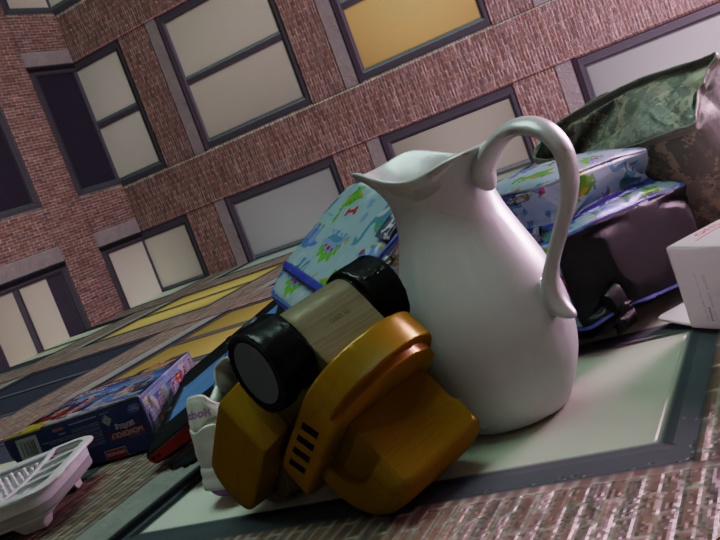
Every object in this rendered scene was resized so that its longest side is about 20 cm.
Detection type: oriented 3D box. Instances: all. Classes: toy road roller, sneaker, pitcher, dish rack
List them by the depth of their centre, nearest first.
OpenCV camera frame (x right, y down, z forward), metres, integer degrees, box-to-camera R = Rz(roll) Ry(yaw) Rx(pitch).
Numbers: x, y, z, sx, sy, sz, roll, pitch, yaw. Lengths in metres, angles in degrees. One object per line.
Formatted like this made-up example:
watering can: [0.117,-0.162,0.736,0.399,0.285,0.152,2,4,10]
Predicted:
toy road roller: [-0.009,0.105,0.615,0.122,0.146,0.201,-31,-26,-35]
pitcher: [0.095,0.004,0.624,0.121,0.202,0.171,-26,9,-40]
sneaker: [-0.066,0.105,0.765,0.074,0.101,0.199,-18,6,36]
dish rack: [-0.363,0.235,0.893,0.198,0.044,0.172,-21,8,2]

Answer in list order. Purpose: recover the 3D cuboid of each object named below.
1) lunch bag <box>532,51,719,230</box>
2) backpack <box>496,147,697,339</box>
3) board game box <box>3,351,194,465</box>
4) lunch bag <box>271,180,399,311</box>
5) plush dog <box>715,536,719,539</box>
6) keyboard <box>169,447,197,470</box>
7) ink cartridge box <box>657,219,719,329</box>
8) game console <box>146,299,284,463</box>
lunch bag: [0.288,-0.096,0.890,0.199,0.164,0.118,-13,41,49]
backpack: [0.179,-0.023,0.815,0.182,0.149,0.199,-22,3,-35]
board game box: [-0.284,0.168,1.094,0.198,0.062,0.200,-19,6,21]
lunch bag: [0.000,0.000,0.839,0.161,0.082,0.200,-53,22,-2]
plush dog: [0.190,0.058,0.255,0.199,0.161,0.172,-12,34,50]
keyboard: [-0.092,0.144,0.858,0.104,0.040,0.200,-35,-2,20]
ink cartridge box: [0.305,-0.009,0.643,0.115,0.068,0.200,-24,7,-20]
game console: [-0.139,0.104,0.954,0.176,0.031,0.200,-35,13,10]
